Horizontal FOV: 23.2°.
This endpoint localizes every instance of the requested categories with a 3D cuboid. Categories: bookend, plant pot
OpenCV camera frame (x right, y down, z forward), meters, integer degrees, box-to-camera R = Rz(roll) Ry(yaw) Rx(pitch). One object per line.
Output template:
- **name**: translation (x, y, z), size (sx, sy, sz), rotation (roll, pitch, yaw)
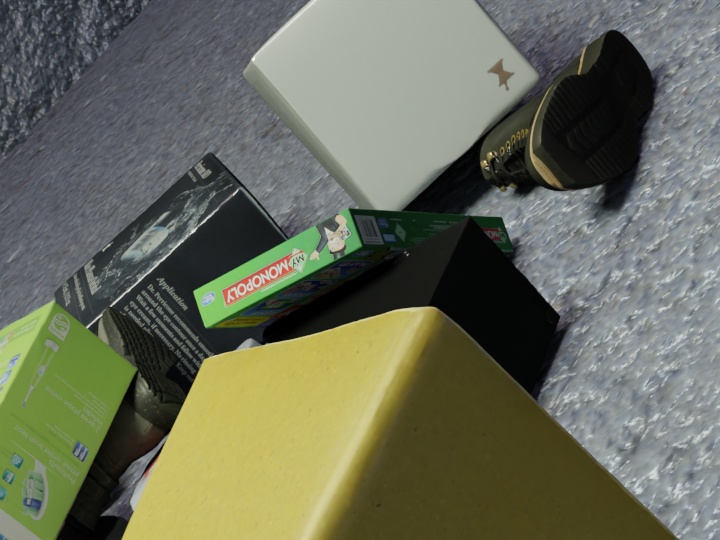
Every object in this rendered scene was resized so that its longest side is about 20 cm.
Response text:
- **bookend**: translation (-0.002, 0.095, 1.060), size (0.198, 0.092, 0.201), rotation (-29, 24, 40)
- **plant pot**: translation (-0.003, 0.164, 0.766), size (0.195, 0.194, 0.201), rotation (-17, 37, 53)

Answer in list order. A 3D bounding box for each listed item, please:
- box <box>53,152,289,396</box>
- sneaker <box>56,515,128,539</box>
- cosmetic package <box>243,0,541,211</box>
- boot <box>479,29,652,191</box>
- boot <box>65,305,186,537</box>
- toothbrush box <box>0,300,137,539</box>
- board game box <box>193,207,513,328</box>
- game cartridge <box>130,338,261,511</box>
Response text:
- **box**: translation (-0.155, 0.016, 1.525), size (0.200, 0.118, 0.197), rotation (-41, 18, -2)
- **sneaker**: translation (-0.265, 0.206, 1.348), size (0.199, 0.099, 0.071), rotation (-24, 23, 41)
- **cosmetic package**: translation (0.020, -0.157, 1.417), size (0.167, 0.167, 0.200), rotation (-42, 6, -2)
- **boot**: translation (0.127, -0.081, 1.247), size (0.138, 0.078, 0.200), rotation (-35, 6, 34)
- **boot**: translation (-0.200, 0.111, 1.330), size (0.131, 0.068, 0.200), rotation (-51, 21, 6)
- **toothbrush box**: translation (-0.260, 0.139, 1.222), size (0.145, 0.086, 0.201), rotation (-27, 30, 42)
- **board game box**: translation (0.000, 0.000, 1.181), size (0.134, 0.029, 0.199), rotation (-28, -15, 30)
- **game cartridge**: translation (-0.105, 0.110, 1.240), size (0.133, 0.041, 0.200), rotation (-48, 4, -1)
